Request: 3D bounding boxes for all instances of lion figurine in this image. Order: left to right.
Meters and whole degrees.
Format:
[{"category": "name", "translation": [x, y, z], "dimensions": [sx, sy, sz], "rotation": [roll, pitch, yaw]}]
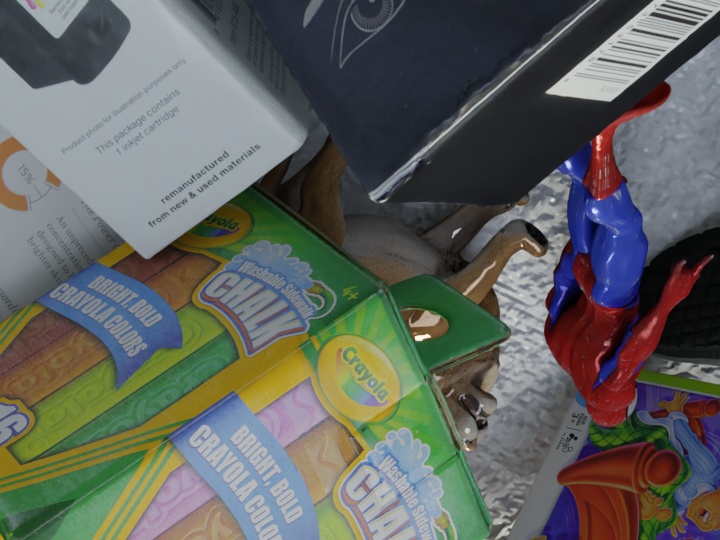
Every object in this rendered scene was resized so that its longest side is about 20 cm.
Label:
[{"category": "lion figurine", "translation": [0.000, 0.000, 0.931], "dimensions": [0.122, 0.073, 0.200], "rotation": [-43, 129, 20]}]

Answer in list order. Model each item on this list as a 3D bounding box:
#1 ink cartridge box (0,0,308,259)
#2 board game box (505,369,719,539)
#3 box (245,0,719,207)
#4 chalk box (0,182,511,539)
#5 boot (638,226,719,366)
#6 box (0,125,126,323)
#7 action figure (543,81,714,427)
[{"category": "ink cartridge box", "translation": [-0.112, -0.127, 0.814], "dimensions": [0.083, 0.146, 0.200], "rotation": [-35, 118, 22]}, {"category": "board game box", "translation": [0.117, 0.143, 0.942], "dimensions": [0.134, 0.201, 0.045], "rotation": [9, 156, 47]}, {"category": "box", "translation": [0.048, -0.159, 0.752], "dimensions": [0.196, 0.117, 0.201], "rotation": [-39, 73, 24]}, {"category": "chalk box", "translation": [-0.041, 0.057, 0.820], "dimensions": [0.200, 0.124, 0.124], "rotation": [-35, 125, -15]}, {"category": "boot", "translation": [0.215, 0.043, 0.943], "dimensions": [0.199, 0.068, 0.131], "rotation": [-4, 138, 41]}, {"category": "box", "translation": [-0.174, 0.028, 0.883], "dimensions": [0.200, 0.097, 0.125], "rotation": [-38, 106, -12]}, {"category": "action figure", "translation": [0.100, -0.006, 0.895], "dimensions": [0.051, 0.066, 0.201], "rotation": [-22, 139, -18]}]
